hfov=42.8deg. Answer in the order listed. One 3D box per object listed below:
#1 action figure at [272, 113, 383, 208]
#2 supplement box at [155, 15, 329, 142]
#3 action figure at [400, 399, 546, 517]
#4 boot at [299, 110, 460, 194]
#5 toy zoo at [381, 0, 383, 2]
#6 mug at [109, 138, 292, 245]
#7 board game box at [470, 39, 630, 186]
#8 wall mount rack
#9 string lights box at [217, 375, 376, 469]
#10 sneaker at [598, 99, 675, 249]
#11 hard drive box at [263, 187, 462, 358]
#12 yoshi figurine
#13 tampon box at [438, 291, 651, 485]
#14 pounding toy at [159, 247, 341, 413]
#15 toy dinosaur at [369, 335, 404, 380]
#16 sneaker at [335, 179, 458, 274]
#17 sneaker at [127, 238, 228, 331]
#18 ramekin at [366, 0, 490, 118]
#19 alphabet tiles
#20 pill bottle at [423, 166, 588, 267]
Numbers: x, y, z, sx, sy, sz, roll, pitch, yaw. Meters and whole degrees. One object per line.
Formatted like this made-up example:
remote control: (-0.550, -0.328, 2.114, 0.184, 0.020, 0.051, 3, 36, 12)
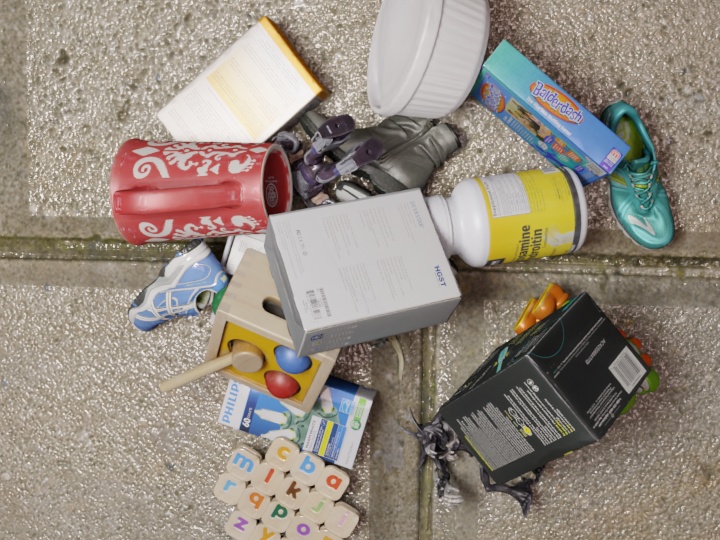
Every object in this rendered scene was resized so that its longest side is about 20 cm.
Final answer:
action figure: (-0.057, -0.132, 1.176, 0.131, 0.199, 0.069, 50, 58, -6)
supplement box: (-0.157, -0.223, 1.232, 0.199, 0.074, 0.127, -39, 91, 9)
action figure: (0.147, 0.251, 1.234, 0.197, 0.102, 0.120, 21, 109, 2)
boot: (0.027, -0.185, 1.232, 0.199, 0.068, 0.131, 36, 86, 2)
toy zoo: (0.043, -0.439, 1.216, 0.131, 0.020, 0.200, -43, 90, 8)
mug: (-0.198, -0.086, 1.133, 0.197, 0.179, 0.135, 0, 129, 16)
board game box: (0.231, -0.191, 1.152, 0.199, 0.152, 0.045, 40, 89, 0)
wall mount rack: (-0.132, 0.013, 1.258, 0.197, 0.075, 0.176, 19, 94, 5)
string lights box: (-0.087, 0.189, 1.273, 0.197, 0.059, 0.104, 18, 99, 4)
sneaker: (0.354, -0.121, 1.183, 0.076, 0.080, 0.203, -20, 94, 5)
hard drive box: (0.000, 0.000, 1.098, 0.197, 0.077, 0.158, -11, 65, -17)
yoshi figurine: (0.298, 0.116, 1.204, 0.199, 0.112, 0.113, 35, 106, 0)
tampon box: (0.223, 0.149, 1.131, 0.127, 0.149, 0.200, 50, 143, 3)
pounding toy: (-0.132, 0.094, 1.169, 0.197, 0.185, 0.144, 23, 55, -2)
toy dinosaur: (0.019, 0.057, 1.192, 0.047, 0.088, 0.202, -26, 94, 0)
sneaker: (0.024, -0.023, 1.232, 0.200, 0.076, 0.116, 40, 97, -1)
sneaker: (-0.249, 0.038, 1.237, 0.077, 0.076, 0.200, 46, 133, -4)
ramekin: (0.085, -0.284, 1.144, 0.093, 0.202, 0.206, 11, 98, -19)
alphabet tiles: (-0.105, 0.326, 1.286, 0.198, 0.015, 0.197, 30, 116, 0)
pill bottle: (0.180, -0.066, 1.171, 0.196, 0.112, 0.114, -9, 95, -8)
